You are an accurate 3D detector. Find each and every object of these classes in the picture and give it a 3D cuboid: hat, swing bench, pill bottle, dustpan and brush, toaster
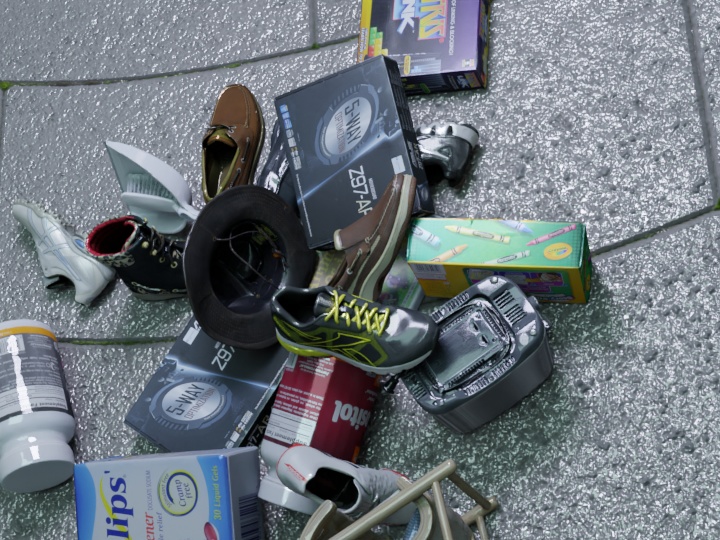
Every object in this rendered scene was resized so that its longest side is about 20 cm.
[{"bbox_3d":[-0.154,-0.002,1.622,0.081,0.200,0.202,-8,62,52],"label":"hat"},{"bbox_3d":[0.046,0.309,1.405,0.199,0.199,0.130,-19,63,12],"label":"swing bench"},{"bbox_3d":[-0.430,0.173,1.689,0.116,0.116,0.201,-24,63,10],"label":"pill bottle"},{"bbox_3d":[-0.245,-0.089,1.715,0.199,0.140,0.057,12,50,20],"label":"dustpan and brush"},{"bbox_3d":[0.127,0.105,1.496,0.200,0.129,0.114,-37,60,3],"label":"toaster"},{"bbox_3d":[-0.049,0.178,1.538,0.113,0.113,0.201,14,83,25],"label":"pill bottle"}]

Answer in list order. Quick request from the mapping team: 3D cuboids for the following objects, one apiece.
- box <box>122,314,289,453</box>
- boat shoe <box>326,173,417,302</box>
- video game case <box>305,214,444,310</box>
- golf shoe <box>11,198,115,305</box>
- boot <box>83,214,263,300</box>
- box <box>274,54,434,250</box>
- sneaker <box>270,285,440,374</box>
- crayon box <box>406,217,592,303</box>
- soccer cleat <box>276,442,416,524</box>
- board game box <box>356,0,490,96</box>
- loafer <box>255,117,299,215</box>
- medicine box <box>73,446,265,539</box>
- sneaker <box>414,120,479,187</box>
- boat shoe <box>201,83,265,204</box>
[{"bbox_3d":[-0.177,0.148,1.643,0.160,0.044,0.200,30,82,27],"label":"box"},{"bbox_3d":[0.004,-0.029,1.541,0.075,0.203,0.075,18,29,-5],"label":"boat shoe"},{"bbox_3d":[0.000,0.000,1.649,0.181,0.022,0.201,22,78,27],"label":"video game case"},{"bbox_3d":[-0.417,-0.027,1.792,0.200,0.078,0.097,31,88,29],"label":"golf shoe"},{"bbox_3d":[-0.232,-0.020,1.670,0.203,0.154,0.074,-9,66,16],"label":"boot"},{"bbox_3d":[-0.009,-0.142,1.623,0.160,0.043,0.201,-17,80,25],"label":"box"},{"bbox_3d":[-0.013,0.061,1.446,0.199,0.085,0.075,2,60,22],"label":"sneaker"},{"bbox_3d":[0.162,-0.011,1.525,0.199,0.119,0.059,2,70,15],"label":"crayon box"},{"bbox_3d":[-0.003,0.247,1.457,0.069,0.199,0.085,-61,29,4],"label":"soccer cleat"},{"bbox_3d":[0.084,-0.330,1.733,0.165,0.057,0.201,-4,68,21],"label":"board game box"},{"bbox_3d":[-0.087,-0.126,1.707,0.070,0.068,0.201,0,65,29],"label":"loafer"},{"bbox_3d":[-0.219,0.305,1.534,0.199,0.103,0.183,-7,85,18],"label":"medicine box"},{"bbox_3d":[0.047,-0.141,1.663,0.199,0.066,0.091,3,68,20],"label":"sneaker"},{"bbox_3d":[-0.173,-0.168,1.757,0.072,0.068,0.201,-8,66,18],"label":"boat shoe"}]
